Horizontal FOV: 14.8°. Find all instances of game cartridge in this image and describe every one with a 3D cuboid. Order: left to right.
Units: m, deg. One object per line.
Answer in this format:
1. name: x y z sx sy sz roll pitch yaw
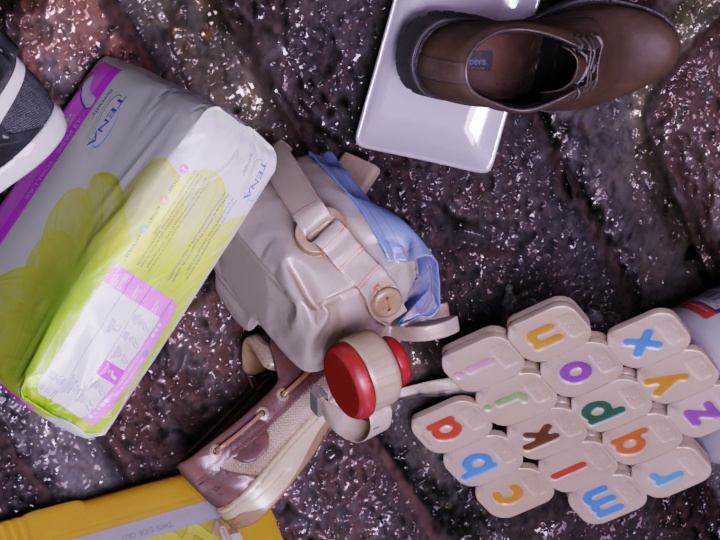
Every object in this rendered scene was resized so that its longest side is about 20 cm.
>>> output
1. game cartridge: -0.127 0.216 1.670 0.199 0.032 0.177 -13 69 -28

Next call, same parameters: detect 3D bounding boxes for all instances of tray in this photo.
1. tray: 0.062 -0.167 1.732 0.107 0.022 0.201 11 100 -32

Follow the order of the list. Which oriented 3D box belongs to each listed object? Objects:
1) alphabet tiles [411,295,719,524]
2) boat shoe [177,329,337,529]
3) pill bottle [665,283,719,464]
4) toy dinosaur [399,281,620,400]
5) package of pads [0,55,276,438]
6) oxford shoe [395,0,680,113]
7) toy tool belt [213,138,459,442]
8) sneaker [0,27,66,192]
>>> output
1. alphabet tiles: 0.142 0.093 1.800 0.195 0.015 0.200 -26 130 22
2. boat shoe: -0.042 0.063 1.710 0.072 0.072 0.200 41 70 -12
3. pill bottle: 0.299 0.045 1.888 0.199 0.112 0.113 -25 117 -22
4. toy dinosaur: 0.121 0.059 1.828 0.199 0.047 0.089 7 108 -29
5. package of pads: -0.148 -0.016 1.573 0.068 0.154 0.201 35 86 -34
6. oxford shoe: 0.127 -0.126 1.722 0.199 0.084 0.073 -10 109 -31
7. toy tool belt: 0.000 0.000 1.646 0.122 0.200 0.125 -22 135 -23
8. sneaker: -0.267 -0.063 1.543 0.200 0.073 0.112 -45 120 -21
